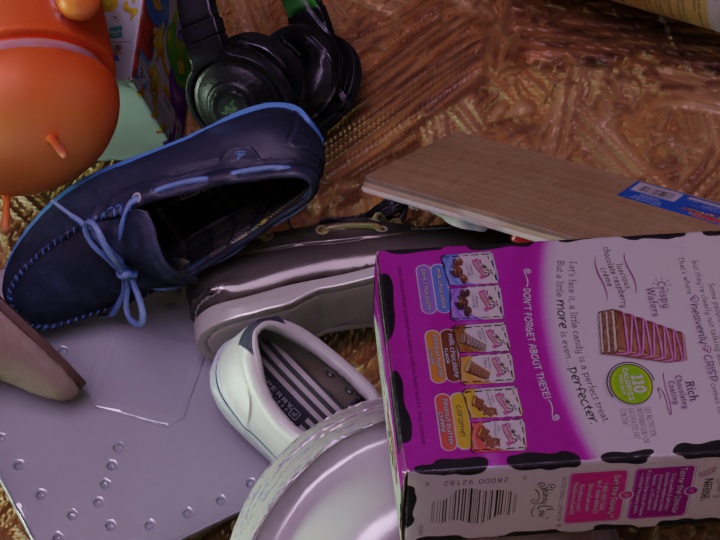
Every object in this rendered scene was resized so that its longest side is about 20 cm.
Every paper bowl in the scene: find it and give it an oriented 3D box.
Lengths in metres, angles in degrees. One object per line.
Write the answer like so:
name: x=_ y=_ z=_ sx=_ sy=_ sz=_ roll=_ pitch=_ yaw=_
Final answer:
paper bowl: x=0.035 y=0.166 z=1.008 sx=0.200 sy=0.104 sz=0.201 roll=-1 pitch=94 yaw=-11

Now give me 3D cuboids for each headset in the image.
headset: x=-0.037 y=-0.111 z=1.196 sx=0.094 sy=0.123 sz=0.200 roll=-17 pitch=92 yaw=32

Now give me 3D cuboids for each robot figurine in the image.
robot figurine: x=-0.196 y=-0.127 z=1.119 sx=0.144 sy=0.117 sz=0.200 roll=-18 pitch=64 yaw=6

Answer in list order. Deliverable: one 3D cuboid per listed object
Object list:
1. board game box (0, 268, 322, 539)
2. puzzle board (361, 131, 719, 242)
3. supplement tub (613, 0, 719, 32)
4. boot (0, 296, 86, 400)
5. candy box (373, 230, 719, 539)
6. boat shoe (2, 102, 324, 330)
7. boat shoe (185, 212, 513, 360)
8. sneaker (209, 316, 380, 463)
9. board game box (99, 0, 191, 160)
board game box: x=-0.121 y=0.065 z=1.148 sx=0.200 sy=0.026 sz=0.200 roll=-23 pitch=61 yaw=-21
puzzle board: x=0.118 y=-0.033 z=1.125 sx=0.200 sy=0.151 sz=0.017 roll=17 pitch=109 yaw=18
supplement tub: x=0.188 y=-0.220 z=1.180 sx=0.200 sy=0.145 sz=0.146 roll=19 pitch=71 yaw=19
boot: x=-0.267 y=0.048 z=1.084 sx=0.200 sy=0.070 sz=0.146 roll=41 pitch=72 yaw=-3
candy box: x=0.111 y=0.052 z=0.963 sx=0.199 sy=0.061 sz=0.137 roll=-3 pitch=49 yaw=-3
boat shoe: x=-0.112 y=-0.025 z=1.101 sx=0.200 sy=0.084 sz=0.069 roll=-34 pitch=35 yaw=14
boat shoe: x=0.000 y=-0.002 z=1.149 sx=0.201 sy=0.072 sz=0.060 roll=-12 pitch=59 yaw=-9
sneaker: x=0.000 y=0.105 z=1.082 sx=0.200 sy=0.071 sz=0.073 roll=40 pitch=65 yaw=2
board game box: x=-0.161 y=-0.179 z=1.258 sx=0.105 sy=0.103 sz=0.200 roll=0 pitch=66 yaw=13
